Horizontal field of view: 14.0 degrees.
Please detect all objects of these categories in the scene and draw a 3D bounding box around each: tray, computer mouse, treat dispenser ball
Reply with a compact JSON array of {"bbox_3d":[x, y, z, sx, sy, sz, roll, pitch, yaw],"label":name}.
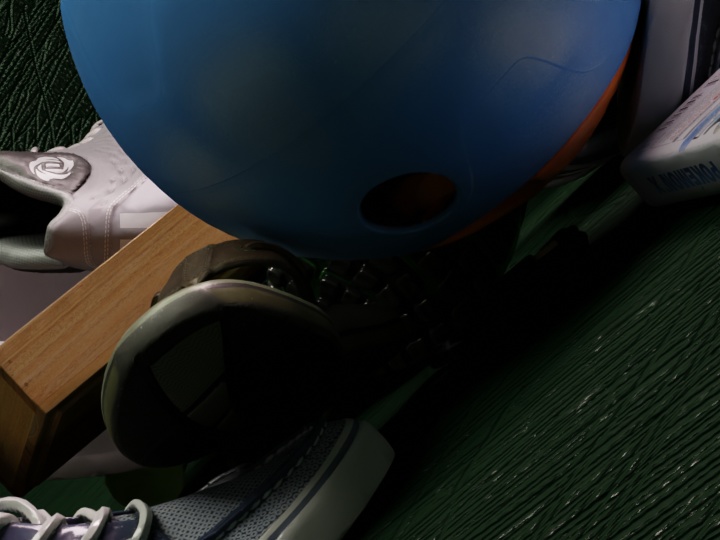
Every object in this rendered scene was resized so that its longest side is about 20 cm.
[{"bbox_3d":[-0.069,0.005,1.181,0.200,0.037,0.099,-39,-11,-25],"label":"tray"},{"bbox_3d":[-0.002,0.050,0.998,0.200,0.034,0.059,-42,4,-3],"label":"computer mouse"},{"bbox_3d":[-0.003,-0.104,1.002,0.201,0.201,0.201,-42,5,4],"label":"treat dispenser ball"}]

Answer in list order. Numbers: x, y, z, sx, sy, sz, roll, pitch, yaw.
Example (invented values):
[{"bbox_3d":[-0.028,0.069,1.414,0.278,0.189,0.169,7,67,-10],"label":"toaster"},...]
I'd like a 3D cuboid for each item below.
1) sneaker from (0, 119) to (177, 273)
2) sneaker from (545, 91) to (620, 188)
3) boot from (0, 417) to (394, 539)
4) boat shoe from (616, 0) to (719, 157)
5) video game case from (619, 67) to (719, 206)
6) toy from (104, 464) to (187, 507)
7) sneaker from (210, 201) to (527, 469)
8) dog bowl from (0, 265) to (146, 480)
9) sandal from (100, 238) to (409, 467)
[{"bbox_3d":[-0.129,-0.047,1.326,0.115,0.075,0.200,-1,17,-12],"label":"sneaker"},{"bbox_3d":[0.130,-0.110,1.140,0.200,0.078,0.140,-52,7,-1],"label":"sneaker"},{"bbox_3d":[-0.086,0.097,0.915,0.200,0.090,0.073,-44,5,-12],"label":"boot"},{"bbox_3d":[0.149,-0.118,1.042,0.071,0.091,0.201,102,-177,-58],"label":"boat shoe"},{"bbox_3d":[0.177,-0.096,0.903,0.200,0.022,0.182,-43,4,-8],"label":"video game case"},{"bbox_3d":[-0.091,0.067,1.379,0.115,0.047,0.200,-8,16,5],"label":"toy"},{"bbox_3d":[0.000,0.000,1.155,0.200,0.078,0.085,-39,5,45],"label":"sneaker"},{"bbox_3d":[-0.118,0.031,1.321,0.200,0.059,0.200,-7,18,2],"label":"dog bowl"},{"bbox_3d":[-0.042,0.022,0.979,0.080,0.057,0.201,-33,-9,10],"label":"sandal"}]
